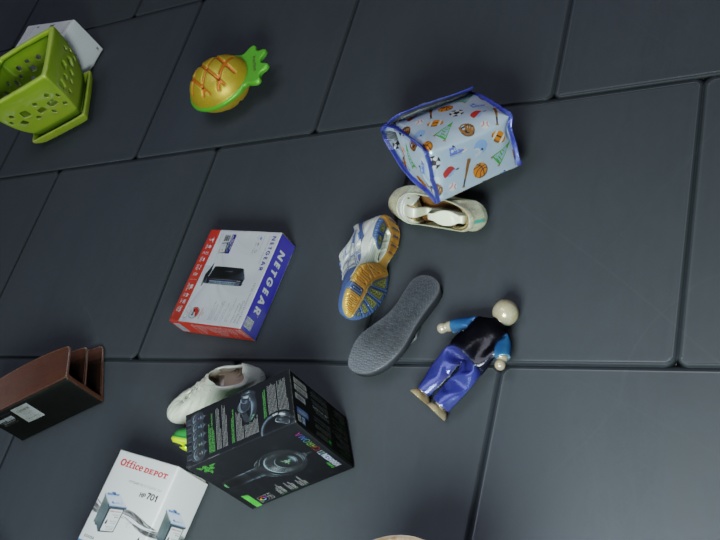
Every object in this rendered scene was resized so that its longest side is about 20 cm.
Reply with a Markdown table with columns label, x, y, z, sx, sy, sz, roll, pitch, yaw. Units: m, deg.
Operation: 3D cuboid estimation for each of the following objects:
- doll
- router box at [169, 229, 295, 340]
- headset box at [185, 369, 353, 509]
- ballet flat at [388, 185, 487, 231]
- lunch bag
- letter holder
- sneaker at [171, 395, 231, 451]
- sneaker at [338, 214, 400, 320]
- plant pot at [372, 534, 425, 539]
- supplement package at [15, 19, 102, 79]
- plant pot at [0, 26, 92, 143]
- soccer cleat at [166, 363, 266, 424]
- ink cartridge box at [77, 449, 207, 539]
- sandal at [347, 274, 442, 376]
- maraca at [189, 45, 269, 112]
| label | x | y | z | sx | sy | sz | roll | pitch | yaw |
| --- | --- | --- | --- | --- | --- | --- | --- | --- | --- |
| doll | 0.159 | 0.119 | 1.376 | 0.200 | 0.048 | 0.136 | -48 | 47 | -4 |
| router box | -0.234 | 0.022 | 1.704 | 0.179 | 0.049 | 0.201 | 3 | 61 | 35 |
| headset box | -0.141 | 0.257 | 1.388 | 0.199 | 0.174 | 0.093 | -24 | 48 | 16 |
| ballet flat | 0.115 | -0.102 | 1.542 | 0.199 | 0.068 | 0.062 | 10 | 21 | 37 |
| lunch bag | 0.143 | -0.225 | 1.560 | 0.170 | 0.124 | 0.200 | -22 | 34 | -11 |
| letter holder | -0.597 | 0.209 | 1.779 | 0.199 | 0.101 | 0.142 | -25 | 46 | 16 |
| sneaker | -0.210 | 0.250 | 1.514 | 0.199 | 0.074 | 0.084 | -16 | 53 | 12 |
| sneaker | 0.000 | 0.000 | 1.562 | 0.088 | 0.075 | 0.200 | -9 | 47 | 43 |
| plant pot | 0.076 | 0.440 | 1.098 | 0.200 | 0.198 | 0.201 | -17 | 52 | 22 |
| supplement package | -0.803 | -0.572 | 2.459 | 0.199 | 0.117 | 0.117 | 4 | 61 | 35 |
| plant pot | -0.781 | -0.444 | 2.309 | 0.199 | 0.182 | 0.200 | -22 | 50 | 18 |
| soccer cleat | -0.252 | 0.201 | 1.569 | 0.199 | 0.078 | 0.069 | -23 | 49 | 19 |
| ink cartridge box | -0.355 | 0.404 | 1.488 | 0.146 | 0.086 | 0.201 | 5 | 63 | 36 |
| sandal | 0.063 | 0.095 | 1.469 | 0.076 | 0.043 | 0.200 | 31 | 69 | 36 |
| maraca | -0.283 | -0.412 | 2.007 | 0.199 | 0.107 | 0.138 | -24 | 57 | 18 |
